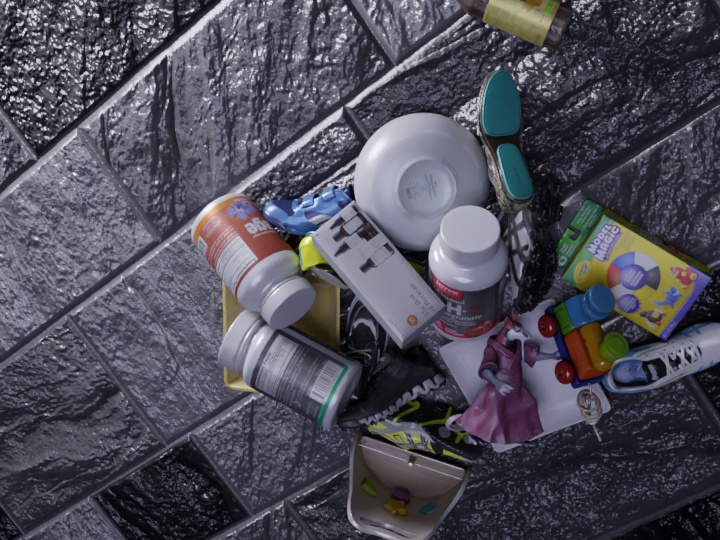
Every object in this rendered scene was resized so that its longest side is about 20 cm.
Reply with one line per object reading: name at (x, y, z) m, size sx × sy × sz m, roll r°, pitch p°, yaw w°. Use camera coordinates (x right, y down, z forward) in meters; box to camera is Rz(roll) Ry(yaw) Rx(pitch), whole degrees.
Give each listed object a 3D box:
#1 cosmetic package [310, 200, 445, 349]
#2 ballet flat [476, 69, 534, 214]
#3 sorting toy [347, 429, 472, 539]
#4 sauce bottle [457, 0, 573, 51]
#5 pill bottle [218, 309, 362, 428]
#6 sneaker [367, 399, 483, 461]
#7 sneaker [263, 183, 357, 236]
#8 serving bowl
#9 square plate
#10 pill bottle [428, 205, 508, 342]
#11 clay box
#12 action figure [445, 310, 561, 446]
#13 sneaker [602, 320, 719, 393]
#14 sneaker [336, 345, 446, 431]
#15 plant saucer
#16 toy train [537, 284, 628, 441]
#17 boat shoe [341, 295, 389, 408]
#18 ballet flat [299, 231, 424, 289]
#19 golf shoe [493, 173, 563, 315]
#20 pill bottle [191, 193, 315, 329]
cosmetic package at (0.024, 0.005, 1.304) m, size 0.082 × 0.051 × 0.200 m, roll -39°, pitch 77°, yaw -8°
ballet flat at (0.193, -0.173, 1.295) m, size 0.067 × 0.075 × 0.202 m, roll -5°, pitch 76°, yaw -15°
sorting toy at (0.058, 0.364, 1.475) m, size 0.198 × 0.180 × 0.108 m, roll 17°, pitch 113°, yaw 10°
sauce bottle at (0.183, -0.359, 1.244) m, size 0.199 × 0.065 × 0.065 m, roll 24°, pitch 114°, yaw 5°
pill bottle at (-0.107, 0.145, 1.411) m, size 0.199 × 0.113 × 0.114 m, roll 27°, pitch 114°, yaw 11°
sneaker at (0.101, 0.255, 1.494) m, size 0.199 × 0.076 × 0.077 m, roll 23°, pitch 134°, yaw 9°
sneaker at (-0.047, -0.094, 1.402) m, size 0.198 × 0.074 × 0.083 m, roll 6°, pitch 113°, yaw 4°
serving bowl at (0.090, -0.120, 1.324) m, size 0.198 × 0.066 × 0.202 m, roll -1°, pitch 105°, yaw -2°
square plate at (0.252, 0.162, 1.432) m, size 0.199 × 0.028 × 0.199 m, roll -26°, pitch 101°, yaw 22°
pill bottle at (0.150, 0.004, 1.313) m, size 0.110 × 0.111 × 0.201 m, roll 11°, pitch 144°, yaw 12°
clay box at (0.378, -0.002, 1.327) m, size 0.199 × 0.048 × 0.115 m, roll 30°, pitch 115°, yaw 3°
action figure at (0.217, 0.158, 1.391) m, size 0.149 × 0.133 × 0.202 m, roll 12°, pitch 104°, yaw 57°
sneaker at (0.445, 0.131, 1.344) m, size 0.199 × 0.073 × 0.072 m, roll -23°, pitch 100°, yaw 20°
sneaker at (0.036, 0.175, 1.431) m, size 0.066 × 0.199 × 0.091 m, roll -24°, pitch 90°, yaw 61°
plant saucer at (-0.120, 0.098, 1.491) m, size 0.198 × 0.048 × 0.202 m, roll 5°, pitch 103°, yaw 16°
toy train at (0.332, 0.126, 1.296) m, size 0.116 × 0.084 × 0.202 m, roll 130°, pitch 127°, yaw -60°
boat shoe at (0.005, 0.132, 1.466) m, size 0.071 × 0.071 × 0.202 m, roll 9°, pitch 111°, yaw 13°
ballet flat at (0.000, 0.000, 1.388) m, size 0.198 × 0.068 × 0.067 m, roll 16°, pitch 157°, yaw -18°
golf shoe at (0.233, -0.040, 1.342) m, size 0.094 × 0.077 × 0.202 m, roll 17°, pitch 105°, yaw 44°
pill bottle at (-0.158, -0.013, 1.402) m, size 0.200 × 0.112 × 0.112 m, roll 48°, pitch 117°, yaw 23°
